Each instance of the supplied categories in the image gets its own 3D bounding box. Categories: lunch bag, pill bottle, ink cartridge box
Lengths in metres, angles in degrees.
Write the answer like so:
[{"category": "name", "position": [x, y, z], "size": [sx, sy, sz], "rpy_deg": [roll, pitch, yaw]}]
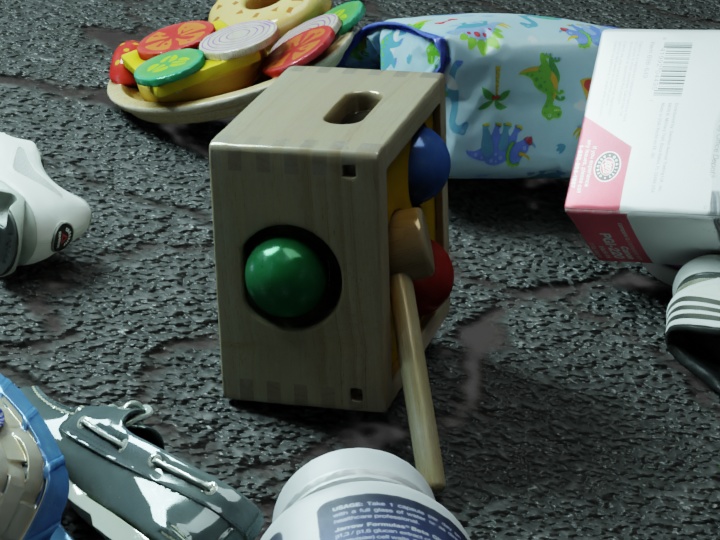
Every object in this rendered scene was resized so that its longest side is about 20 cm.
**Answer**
[{"category": "lunch bag", "position": [0.088, -0.133, 1.651], "size": [0.169, 0.128, 0.200], "rpy_deg": [0, 15, -22]}, {"category": "pill bottle", "position": [0.005, 0.164, 0.994], "size": [0.110, 0.112, 0.200], "rpy_deg": [7, 25, -8]}, {"category": "ink cartridge box", "position": [0.253, -0.081, 1.487], "size": [0.199, 0.146, 0.085], "rpy_deg": [3, -25, 27]}]

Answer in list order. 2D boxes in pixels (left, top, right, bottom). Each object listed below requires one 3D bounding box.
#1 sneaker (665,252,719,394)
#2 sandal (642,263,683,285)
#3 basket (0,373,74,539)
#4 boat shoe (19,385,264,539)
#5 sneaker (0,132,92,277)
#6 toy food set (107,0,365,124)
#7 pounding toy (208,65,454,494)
[{"category": "sneaker", "position": [0.289, 0.054, 1.418], "size": [0.199, 0.076, 0.115], "rpy_deg": [8, 32, 15]}, {"category": "sandal", "position": [0.273, -0.062, 1.580], "size": [0.082, 0.050, 0.203], "rpy_deg": [31, 57, 17]}, {"category": "basket", "position": [-0.190, 0.113, 1.014], "size": [0.176, 0.139, 0.200], "rpy_deg": [35, 0, 42]}, {"category": "boat shoe", "position": [-0.114, 0.100, 1.097], "size": [0.062, 0.073, 0.200], "rpy_deg": [-44, 38, -10]}, {"category": "sneaker", "position": [-0.254, -0.064, 1.436], "size": [0.200, 0.074, 0.088], "rpy_deg": [37, 34, 28]}, {"category": "toy food set", "position": [-0.095, -0.166, 1.667], "size": [0.199, 0.049, 0.198], "rpy_deg": [-21, 25, -14]}, {"category": "pounding toy", "position": [0.000, 0.000, 1.294], "size": [0.141, 0.185, 0.200], "rpy_deg": [4, 22, 15]}]
